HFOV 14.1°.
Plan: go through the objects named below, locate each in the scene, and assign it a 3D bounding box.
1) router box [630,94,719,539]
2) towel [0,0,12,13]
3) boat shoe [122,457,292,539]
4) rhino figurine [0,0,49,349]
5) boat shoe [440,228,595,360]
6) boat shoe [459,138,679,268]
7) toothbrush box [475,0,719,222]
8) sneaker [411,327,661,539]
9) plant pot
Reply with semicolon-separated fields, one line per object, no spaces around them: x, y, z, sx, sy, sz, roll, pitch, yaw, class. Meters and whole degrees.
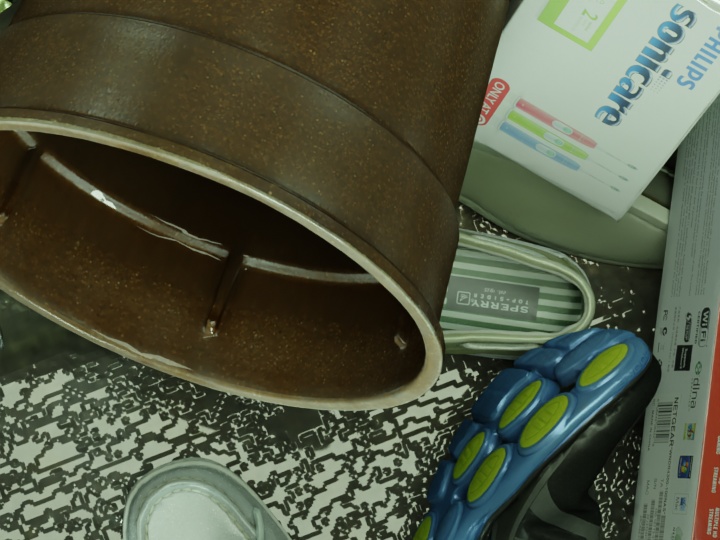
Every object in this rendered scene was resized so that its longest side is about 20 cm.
0.205;0.038;1.176;0.179;0.049;0.201;10;83;-25;router box
-0.127;-0.165;1.138;0.199;0.172;0.048;-15;48;-8;towel
-0.038;0.170;1.156;0.074;0.065;0.203;-18;86;-8;boat shoe
-0.140;-0.047;1.111;0.060;0.087;0.201;18;81;30;rhino figurine
0.000;0.000;1.180;0.199;0.062;0.072;3;83;-6;boat shoe
0.056;-0.059;1.188;0.201;0.072;0.061;22;65;-11;boat shoe
0.125;-0.144;1.133;0.086;0.146;0.201;28;57;-4;toothbrush box
0.067;0.112;1.160;0.082;0.071;0.200;20;105;-18;sneaker
-0.033;-0.082;1.043;0.199;0.200;0.199;23;68;-3;plant pot
